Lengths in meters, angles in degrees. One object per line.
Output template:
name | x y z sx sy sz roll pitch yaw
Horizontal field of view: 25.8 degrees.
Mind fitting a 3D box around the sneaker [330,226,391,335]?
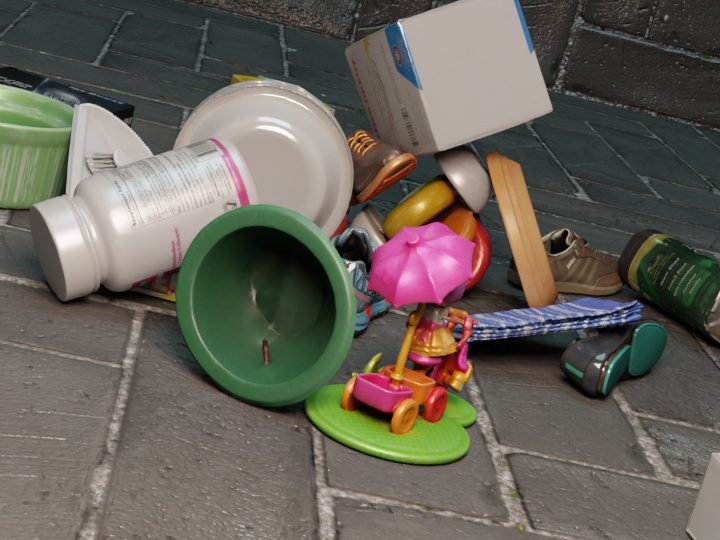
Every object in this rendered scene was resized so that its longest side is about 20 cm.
sneaker | 0.000 0.000 1.649 0.079 0.096 0.200 16 16 3

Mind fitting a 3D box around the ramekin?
ramekin | -0.412 -0.141 1.761 0.199 0.098 0.200 13 15 -4

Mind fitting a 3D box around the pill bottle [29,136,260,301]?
pill bottle | -0.205 -0.047 1.498 0.199 0.114 0.113 -20 30 -22

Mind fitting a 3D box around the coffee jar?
coffee jar | 0.410 0.020 1.950 0.104 0.086 0.200 27 6 -34

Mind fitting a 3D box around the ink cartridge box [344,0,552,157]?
ink cartridge box | 0.094 -0.215 1.759 0.144 0.148 0.200 -21 6 -17

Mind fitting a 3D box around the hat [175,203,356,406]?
hat | -0.060 0.021 1.418 0.200 0.166 0.176 50 16 15

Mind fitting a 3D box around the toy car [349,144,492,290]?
toy car | 0.090 -0.045 1.816 0.150 0.175 0.200 52 8 -3

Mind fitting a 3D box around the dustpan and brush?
dustpan and brush | -0.241 -0.090 1.755 0.057 0.140 0.200 -18 -38 22

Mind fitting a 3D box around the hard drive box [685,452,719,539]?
hard drive box | 0.369 0.228 1.231 0.155 0.077 0.200 11 16 -12

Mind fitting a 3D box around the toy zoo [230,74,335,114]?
toy zoo | -0.140 -0.301 2.703 0.131 0.021 0.200 6 17 -28

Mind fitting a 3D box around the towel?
towel | 0.178 0.048 1.645 0.199 0.024 0.145 -5 4 -16

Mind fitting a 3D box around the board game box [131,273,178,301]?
board game box | -0.205 -0.009 1.610 0.199 0.034 0.135 14 15 -2

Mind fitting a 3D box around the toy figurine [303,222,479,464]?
toy figurine | 0.058 0.049 1.371 0.150 0.185 0.200 23 17 29

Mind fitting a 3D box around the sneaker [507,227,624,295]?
sneaker | 0.271 -0.014 1.981 0.199 0.076 0.070 -1 22 -43

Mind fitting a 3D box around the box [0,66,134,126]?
box | -0.429 -0.223 2.128 0.199 0.044 0.160 19 16 13

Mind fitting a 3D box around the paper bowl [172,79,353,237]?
paper bowl | -0.106 -0.101 1.696 0.200 0.202 0.104 13 11 -6

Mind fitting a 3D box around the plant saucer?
plant saucer | 0.186 -0.041 1.789 0.037 0.201 0.200 -17 15 6

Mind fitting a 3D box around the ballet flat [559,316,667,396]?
ballet flat | 0.263 0.082 1.659 0.073 0.073 0.200 22 20 24

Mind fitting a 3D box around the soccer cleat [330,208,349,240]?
soccer cleat | -0.109 -0.078 1.856 0.199 0.077 0.067 11 16 -14

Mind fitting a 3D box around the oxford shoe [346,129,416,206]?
oxford shoe | 0.006 -0.121 1.766 0.071 0.073 0.200 -32 4 -16
